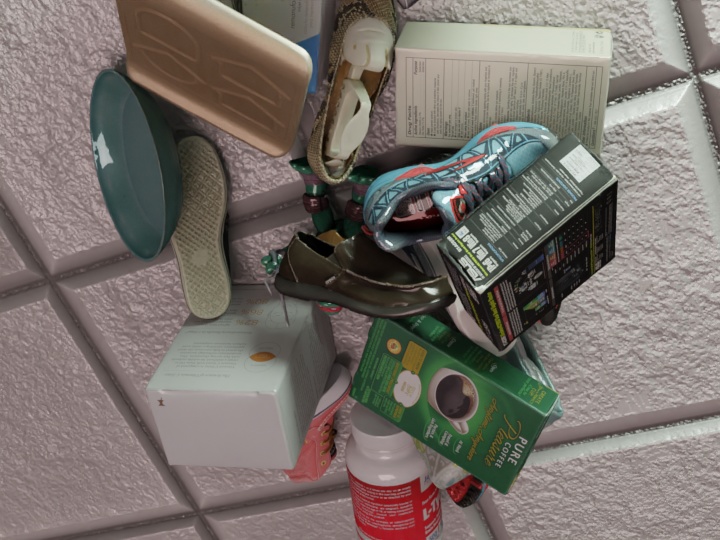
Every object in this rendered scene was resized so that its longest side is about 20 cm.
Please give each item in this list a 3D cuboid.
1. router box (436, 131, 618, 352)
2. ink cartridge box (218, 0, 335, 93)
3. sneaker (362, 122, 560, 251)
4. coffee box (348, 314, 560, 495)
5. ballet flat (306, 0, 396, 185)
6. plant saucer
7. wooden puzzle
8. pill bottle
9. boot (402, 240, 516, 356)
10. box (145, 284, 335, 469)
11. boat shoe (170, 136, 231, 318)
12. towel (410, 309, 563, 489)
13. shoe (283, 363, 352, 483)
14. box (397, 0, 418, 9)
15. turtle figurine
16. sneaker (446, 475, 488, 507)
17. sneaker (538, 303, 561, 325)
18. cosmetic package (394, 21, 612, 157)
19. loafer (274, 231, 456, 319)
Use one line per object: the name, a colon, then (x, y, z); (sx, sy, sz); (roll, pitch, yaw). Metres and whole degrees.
router box: (0.155, -0.018, 0.922); (0.149, 0.200, 0.062); (-40, 67, -2)
ink cartridge box: (-0.127, -0.251, 0.995); (0.197, 0.067, 0.117); (10, 125, 7)
sneaker: (0.096, -0.065, 0.938); (0.198, 0.096, 0.080); (-23, 112, 16)
coffee box: (0.091, 0.126, 1.041); (0.198, 0.044, 0.124); (30, 127, 17)
ballet flat: (-0.002, -0.176, 0.981); (0.067, 0.075, 0.203); (10, 110, -19)
plant saucer: (-0.232, -0.112, 1.076); (0.199, 0.036, 0.203); (33, 131, 48)
wooden puzzle: (-0.130, -0.193, 0.929); (0.183, 0.047, 0.200); (28, 162, -2)
pill bottle: (0.040, 0.250, 1.247); (0.110, 0.113, 0.203); (1, 123, 14)
boot: (0.093, -0.005, 1.066); (0.072, 0.090, 0.202); (-28, 96, -16)
box: (-0.127, 0.114, 1.149); (0.150, 0.201, 0.108); (0, 123, 15)
boat shoe: (-0.180, -0.048, 1.139); (0.073, 0.062, 0.203); (-8, 107, -11)
towel: (0.109, 0.110, 1.118); (0.171, 0.048, 0.202); (-38, 66, 30)
shoe: (-0.053, 0.192, 1.263); (0.091, 0.072, 0.200); (40, 128, -14)
box: (0.027, -0.347, 0.854); (0.114, 0.133, 0.201); (-32, 110, 23)
turtle figurine: (-0.031, -0.016, 1.104); (0.147, 0.101, 0.203); (5, 111, 3)
sneaker: (0.157, 0.191, 1.188); (0.094, 0.079, 0.202); (-6, 126, -35)
sneaker: (0.155, -0.034, 1.072); (0.086, 0.074, 0.202); (-10, 113, 31)
cosmetic package: (0.134, -0.173, 0.974); (0.197, 0.073, 0.105); (6, 124, 11)
loafer: (0.000, 0.000, 0.994); (0.197, 0.073, 0.073); (9, 101, 28)
